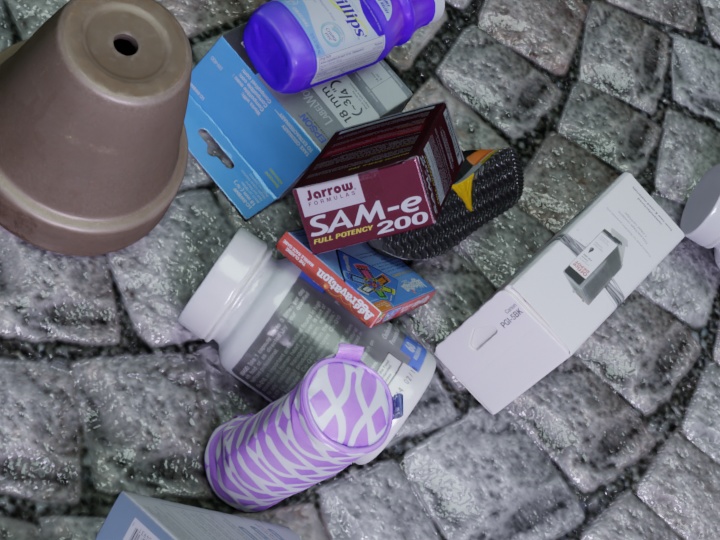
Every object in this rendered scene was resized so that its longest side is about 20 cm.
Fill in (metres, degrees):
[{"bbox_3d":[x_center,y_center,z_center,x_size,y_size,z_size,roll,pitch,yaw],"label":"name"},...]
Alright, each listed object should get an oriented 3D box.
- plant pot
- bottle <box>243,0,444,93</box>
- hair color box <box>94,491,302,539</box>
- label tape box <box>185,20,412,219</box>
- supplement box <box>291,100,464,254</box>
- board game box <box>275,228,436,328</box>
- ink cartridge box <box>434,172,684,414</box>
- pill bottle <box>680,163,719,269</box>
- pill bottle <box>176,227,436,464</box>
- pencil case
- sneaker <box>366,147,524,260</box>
[{"bbox_3d":[-0.220,-0.139,1.439,0.199,0.175,0.201,12,58,-20],"label":"plant pot"},{"bbox_3d":[-0.009,-0.223,1.583,0.199,0.065,0.084,-23,72,-35],"label":"bottle"},{"bbox_3d":[-0.095,0.225,1.282,0.099,0.061,0.200,34,7,38],"label":"hair color box"},{"bbox_3d":[-0.069,-0.157,1.596,0.144,0.063,0.200,49,52,7],"label":"label tape box"},{"bbox_3d":[0.019,-0.081,1.459,0.200,0.108,0.061,-60,134,-69],"label":"supplement box"},{"bbox_3d":[0.000,0.000,1.486,0.103,0.019,0.200,39,13,9],"label":"board game box"},{"bbox_3d":[0.178,0.021,1.569,0.083,0.147,0.200,47,53,2],"label":"ink cartridge box"},{"bbox_3d":[0.425,-0.026,1.745,0.199,0.111,0.112,28,53,-11],"label":"pill bottle"},{"bbox_3d":[-0.046,0.060,1.451,0.200,0.114,0.114,36,52,-5],"label":"pill bottle"},{"bbox_3d":[-0.052,0.126,1.359,0.083,0.200,0.086,5,66,-31],"label":"pencil case"},{"bbox_3d":[0.059,-0.061,1.600,0.200,0.090,0.070,-27,111,-39],"label":"sneaker"}]
